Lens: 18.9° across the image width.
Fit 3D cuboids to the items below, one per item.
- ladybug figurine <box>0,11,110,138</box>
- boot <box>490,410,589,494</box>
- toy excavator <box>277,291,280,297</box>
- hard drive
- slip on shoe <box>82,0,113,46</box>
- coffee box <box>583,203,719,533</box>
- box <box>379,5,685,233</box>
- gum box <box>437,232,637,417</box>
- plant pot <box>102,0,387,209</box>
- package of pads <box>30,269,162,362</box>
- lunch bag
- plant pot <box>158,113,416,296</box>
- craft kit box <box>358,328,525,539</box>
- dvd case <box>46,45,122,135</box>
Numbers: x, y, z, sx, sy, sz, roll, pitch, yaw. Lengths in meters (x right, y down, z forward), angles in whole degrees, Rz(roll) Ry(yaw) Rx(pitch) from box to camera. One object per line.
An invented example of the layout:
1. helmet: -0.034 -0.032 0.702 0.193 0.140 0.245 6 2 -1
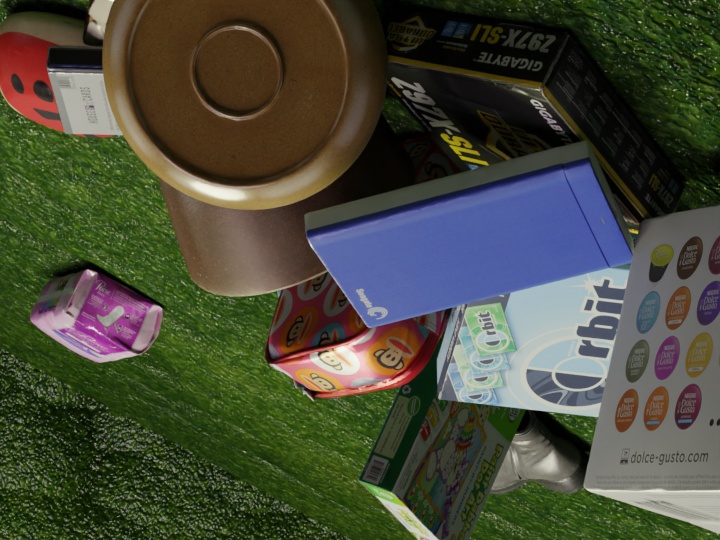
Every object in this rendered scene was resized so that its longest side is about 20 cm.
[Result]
1. ladybug figurine: -0.246 -0.163 1.864 0.199 0.072 0.136 10 157 48
2. boot: 0.149 0.182 2.360 0.199 0.070 0.131 -9 140 47
3. toy excavator: -0.052 0.002 2.061 0.194 0.100 0.200 38 170 -29
4. hard drive: 0.077 -0.022 1.485 0.198 0.026 0.132 -14 146 14
5. slip on shoe: -0.169 -0.205 1.604 0.060 0.077 0.200 12 166 -9
6. coffee box: 0.295 0.076 1.430 0.199 0.200 0.199 19 168 -22
7. box: 0.114 -0.102 1.503 0.159 0.050 0.200 17 162 40
8. gum box: 0.170 0.039 1.617 0.198 0.045 0.171 6 138 -7
9. plant pot: -0.081 -0.136 1.461 0.199 0.201 0.028 27 -164 0
10. package of pads: -0.335 0.059 2.736 0.120 0.076 0.200 29 165 -18
11. lunch bag: 0.000 0.000 1.702 0.082 0.201 0.175 36 149 -30
12. plant pot: -0.081 -0.118 1.558 0.186 0.187 0.201 10 135 47
13. craft kit box: 0.087 0.157 2.101 0.048 0.201 0.198 17 163 27
14. dvd case: -0.141 -0.139 1.708 0.198 0.025 0.150 2 164 -2
